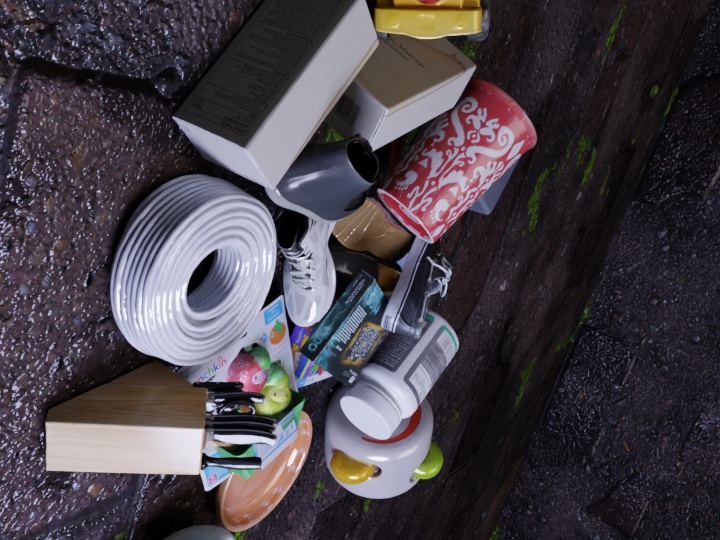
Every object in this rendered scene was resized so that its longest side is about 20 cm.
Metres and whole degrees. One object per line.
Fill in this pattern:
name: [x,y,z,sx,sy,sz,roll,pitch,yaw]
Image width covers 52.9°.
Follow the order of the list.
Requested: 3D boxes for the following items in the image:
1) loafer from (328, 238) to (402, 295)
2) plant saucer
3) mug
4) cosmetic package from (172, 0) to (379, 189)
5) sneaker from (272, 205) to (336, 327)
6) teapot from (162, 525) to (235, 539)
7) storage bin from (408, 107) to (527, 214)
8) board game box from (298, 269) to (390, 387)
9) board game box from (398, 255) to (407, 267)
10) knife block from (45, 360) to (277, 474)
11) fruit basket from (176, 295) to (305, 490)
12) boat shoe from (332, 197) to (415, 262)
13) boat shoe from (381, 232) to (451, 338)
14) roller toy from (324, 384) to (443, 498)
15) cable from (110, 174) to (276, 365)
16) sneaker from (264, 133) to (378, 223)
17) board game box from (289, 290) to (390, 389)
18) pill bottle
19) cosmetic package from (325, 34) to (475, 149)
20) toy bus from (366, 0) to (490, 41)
loafer: [0.000,0.000,1.042,0.199,0.072,0.073,2,110,-49]
plant saucer: [-0.148,0.292,1.085,0.200,0.037,0.201,-42,146,-36]
mug: [0.118,-0.152,1.012,0.200,0.177,0.133,-48,121,-5]
cosmetic package: [-0.080,-0.192,0.723,0.201,0.103,0.073,-56,152,-14]
sneaker: [-0.081,-0.016,0.885,0.115,0.075,0.202,-30,129,-64]
teapot: [-0.239,0.429,0.934,0.198,0.145,0.202,-84,169,-73]
storage bin: [0.171,-0.193,1.131,0.201,0.134,0.146,-62,153,-6]
board game box: [-0.008,0.088,1.020,0.136,0.028,0.200,-53,159,-8]
board game box: [0.049,-0.004,1.199,0.104,0.019,0.200,-65,153,0]
knife block: [-0.194,0.173,0.750,0.200,0.175,0.064,-24,133,-51]
fruit basket: [-0.142,0.159,0.925,0.185,0.093,0.201,-37,139,-42]
boat shoe: [0.001,-0.070,1.012,0.071,0.069,0.200,-45,146,10]
boat shoe: [0.094,0.008,1.030,0.074,0.068,0.200,99,14,-51]
roller toy: [0.027,0.274,1.222,0.199,0.183,0.140,-11,132,-17]
cable: [-0.171,0.002,0.762,0.201,0.069,0.200,-61,153,-6]
sneaker: [-0.013,-0.098,0.802,0.200,0.106,0.075,-5,87,-65]
board game box: [-0.030,0.093,1.092,0.200,0.045,0.135,-8,129,-58]
pill bottle: [0.062,0.161,1.152,0.200,0.113,0.114,-48,149,-31]
cosmetic package: [0.040,-0.226,0.873,0.200,0.103,0.073,-38,165,-42]
toy bus: [0.080,-0.355,0.781,0.200,0.135,0.193,-77,170,-60]
